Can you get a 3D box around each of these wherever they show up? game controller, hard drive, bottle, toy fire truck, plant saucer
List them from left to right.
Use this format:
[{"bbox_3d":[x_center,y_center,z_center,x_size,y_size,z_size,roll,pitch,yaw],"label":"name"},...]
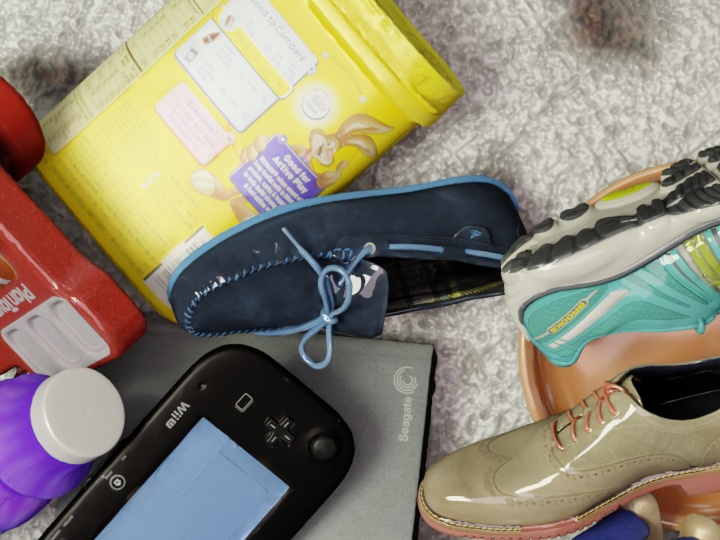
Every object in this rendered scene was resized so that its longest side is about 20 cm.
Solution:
[{"bbox_3d":[-0.208,0.000,1.106,0.168,0.200,0.112,49,59,-8],"label":"toy fire truck"},{"bbox_3d":[-0.193,0.100,1.105,0.065,0.084,0.200,42,142,-16],"label":"bottle"},{"bbox_3d":[-0.096,0.133,1.085,0.104,0.042,0.200,40,94,-28],"label":"game controller"},{"bbox_3d":[-0.063,0.102,1.144,0.199,0.033,0.140,5,76,7],"label":"hard drive"},{"bbox_3d":[0.185,0.040,1.124,0.199,0.037,0.202,1,95,8],"label":"plant saucer"}]

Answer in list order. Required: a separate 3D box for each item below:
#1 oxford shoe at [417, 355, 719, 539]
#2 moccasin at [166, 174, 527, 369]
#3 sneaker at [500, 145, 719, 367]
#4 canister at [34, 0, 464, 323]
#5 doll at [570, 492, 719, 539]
[{"bbox_3d":[0.122,0.082,1.070,0.199,0.071,0.075,-16,132,0],"label":"oxford shoe"},{"bbox_3d":[0.000,0.000,1.088,0.199,0.081,0.068,-17,59,-14],"label":"moccasin"},{"bbox_3d":[0.173,-0.011,1.078,0.199,0.078,0.080,-21,113,12],"label":"sneaker"},{"bbox_3d":[-0.066,-0.086,1.123,0.200,0.087,0.149,-41,88,10],"label":"canister"},{"bbox_3d":[0.110,0.183,1.030,0.136,0.200,0.049,22,129,31],"label":"doll"}]
